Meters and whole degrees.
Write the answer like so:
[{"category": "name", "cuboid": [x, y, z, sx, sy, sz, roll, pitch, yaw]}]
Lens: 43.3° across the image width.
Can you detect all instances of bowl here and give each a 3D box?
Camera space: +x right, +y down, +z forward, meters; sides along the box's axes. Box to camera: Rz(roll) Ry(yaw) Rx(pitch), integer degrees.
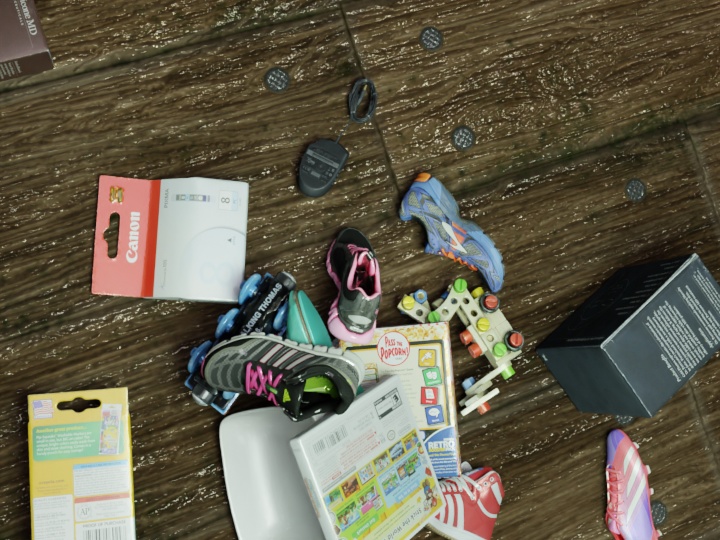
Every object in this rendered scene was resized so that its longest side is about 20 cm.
[{"category": "bowl", "cuboid": [-0.081, 0.268, 1.153, 0.074, 0.197, 0.204, -8, 86, -49]}]

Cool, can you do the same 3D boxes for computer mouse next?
[{"category": "computer mouse", "cuboid": [-0.030, -0.187, 1.290, 0.058, 0.034, 0.202, 28, 72, 7]}]

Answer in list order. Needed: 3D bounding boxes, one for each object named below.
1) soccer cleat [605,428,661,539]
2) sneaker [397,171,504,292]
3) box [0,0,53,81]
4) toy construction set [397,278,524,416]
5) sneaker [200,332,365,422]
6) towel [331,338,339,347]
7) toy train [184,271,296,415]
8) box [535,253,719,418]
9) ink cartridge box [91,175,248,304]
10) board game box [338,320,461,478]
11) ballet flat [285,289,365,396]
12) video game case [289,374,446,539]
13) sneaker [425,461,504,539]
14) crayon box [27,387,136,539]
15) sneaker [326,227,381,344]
[{"category": "soccer cleat", "cuboid": [0.384, 0.336, 1.317, 0.075, 0.067, 0.204, -14, 90, -11]}, {"category": "sneaker", "cuboid": [0.129, -0.042, 1.297, 0.078, 0.075, 0.200, -41, 87, -6]}, {"category": "box", "cuboid": [-0.504, -0.290, 1.154, 0.197, 0.075, 0.102, -19, 88, -17]}, {"category": "toy construction set", "cuboid": [0.148, 0.099, 1.266, 0.130, 0.092, 0.203, -29, 91, -16]}, {"category": "sneaker", "cuboid": [-0.091, 0.129, 1.062, 0.196, 0.088, 0.075, 6, 117, -4]}, {"category": "towel", "cuboid": [-0.001, 0.198, 1.253, 0.147, 0.024, 0.200, -43, 95, -14]}, {"category": "toy train", "cuboid": [-0.147, 0.093, 1.179, 0.086, 0.114, 0.201, 33, 77, 11]}, {"category": "box", "cuboid": [0.385, 0.093, 1.272, 0.196, 0.200, 0.125, -38, 94, -15]}, {"category": "ink cartridge box", "cuboid": [-0.250, -0.043, 1.203, 0.196, 0.047, 0.164, 4, 83, -16]}, {"category": "board game box", "cuboid": [0.053, 0.174, 1.206, 0.148, 0.046, 0.205, -4, 88, 8]}, {"category": "ballet flat", "cuboid": [-0.057, 0.122, 1.145, 0.069, 0.068, 0.202, -25, 108, 16]}, {"category": "video game case", "cuboid": [0.015, 0.247, 1.095, 0.199, 0.023, 0.185, -25, 95, -49]}, {"category": "sneaker", "cuboid": [0.118, 0.299, 1.231, 0.199, 0.071, 0.114, 34, 75, -32]}, {"category": "crayon box", "cuboid": [-0.350, 0.254, 1.142, 0.123, 0.052, 0.205, -3, 85, -15]}, {"category": "sneaker", "cuboid": [0.000, 0.000, 1.200, 0.077, 0.096, 0.202, 9, 40, -12]}]
